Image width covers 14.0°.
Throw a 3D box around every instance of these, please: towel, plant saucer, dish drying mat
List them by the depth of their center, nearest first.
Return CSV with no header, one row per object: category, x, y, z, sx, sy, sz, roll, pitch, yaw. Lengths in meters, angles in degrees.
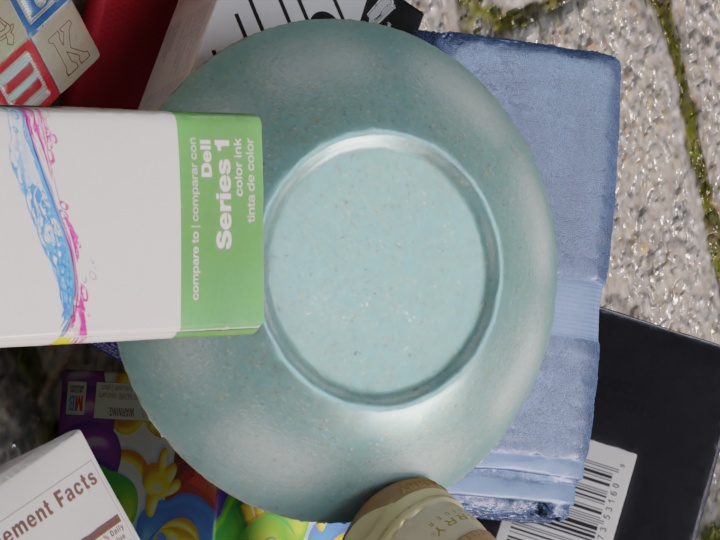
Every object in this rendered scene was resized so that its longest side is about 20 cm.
plant saucer,0.000,0.000,1.152,0.201,0.039,0.201,0,90,-27
towel,0.049,0.003,1.225,0.112,0.049,0.200,9,86,-27
dish drying mat,-0.088,-0.119,1.253,0.077,0.018,0.200,-1,111,-50

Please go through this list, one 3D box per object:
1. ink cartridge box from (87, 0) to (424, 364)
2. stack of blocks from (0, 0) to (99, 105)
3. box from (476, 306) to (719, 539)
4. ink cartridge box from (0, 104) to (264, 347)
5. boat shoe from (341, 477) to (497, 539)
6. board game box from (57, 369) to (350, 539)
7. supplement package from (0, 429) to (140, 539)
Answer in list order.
ink cartridge box,-0.046,-0.044,1.205,0.094,0.044,0.200,31,60,-24
stack of blocks,-0.202,-0.073,1.135,0.200,0.059,0.115,-50,126,-36
box,0.076,0.138,1.345,0.198,0.123,0.200,103,5,-70
ink cartridge box,-0.153,-0.017,1.037,0.200,0.145,0.084,-1,92,-49
boat shoe,0.007,0.183,1.175,0.071,0.065,0.200,-9,124,-43
board game box,-0.067,0.148,1.261,0.103,0.105,0.200,10,82,-48
supplement package,-0.129,0.184,1.122,0.200,0.117,0.117,61,33,-3
